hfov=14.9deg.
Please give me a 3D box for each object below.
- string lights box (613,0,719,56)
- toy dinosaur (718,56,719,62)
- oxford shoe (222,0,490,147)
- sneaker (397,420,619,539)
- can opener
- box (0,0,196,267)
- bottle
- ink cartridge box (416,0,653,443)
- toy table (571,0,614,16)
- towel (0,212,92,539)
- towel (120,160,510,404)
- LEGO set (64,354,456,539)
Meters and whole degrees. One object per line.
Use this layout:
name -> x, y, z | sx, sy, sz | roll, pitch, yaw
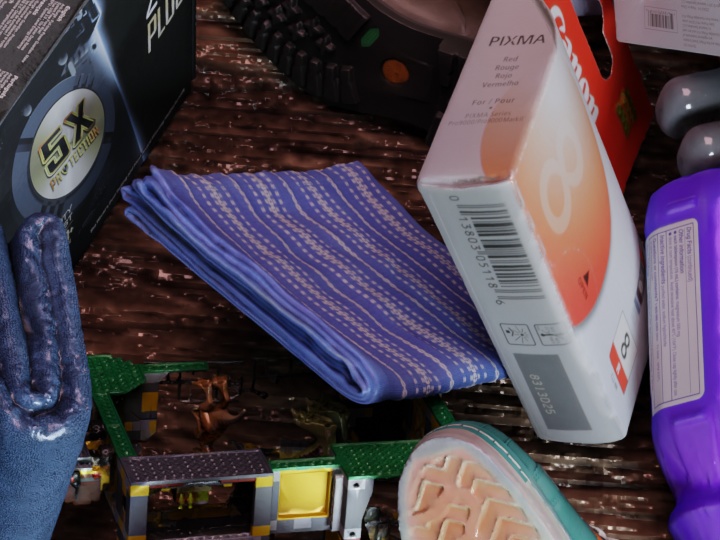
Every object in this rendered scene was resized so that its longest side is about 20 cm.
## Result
string lights box -> 0.220, -0.142, 1.232 | 0.199, 0.059, 0.103 | -15, 17, -32
toy dinosaur -> 0.209, -0.093, 1.286 | 0.101, 0.077, 0.201 | 0, 58, -20
oxford shoe -> 0.017, -0.118, 1.303 | 0.199, 0.073, 0.084 | 31, 43, 13
sneaker -> 0.083, 0.133, 1.077 | 0.071, 0.201, 0.080 | -20, 20, 32
can opener -> 0.231, -0.088, 1.210 | 0.199, 0.067, 0.054 | -12, 62, -16
box -> -0.152, -0.082, 1.199 | 0.086, 0.164, 0.201 | 22, 56, 12
bottle -> 0.161, 0.060, 1.166 | 0.065, 0.083, 0.202 | -17, 63, 37
ink cartridge box -> 0.098, -0.052, 1.179 | 0.050, 0.163, 0.201 | 2, 48, 29
toy table -> 0.130, -0.211, 1.295 | 0.199, 0.184, 0.118 | -9, 56, -29
towel -> -0.150, 0.075, 1.068 | 0.048, 0.201, 0.112 | 0, 52, -21
towel -> 0.000, 0.000, 1.164 | 0.145, 0.024, 0.200 | 39, 20, 21
LEGO set -> -0.038, 0.110, 1.126 | 0.199, 0.117, 0.154 | -5, 25, -24
